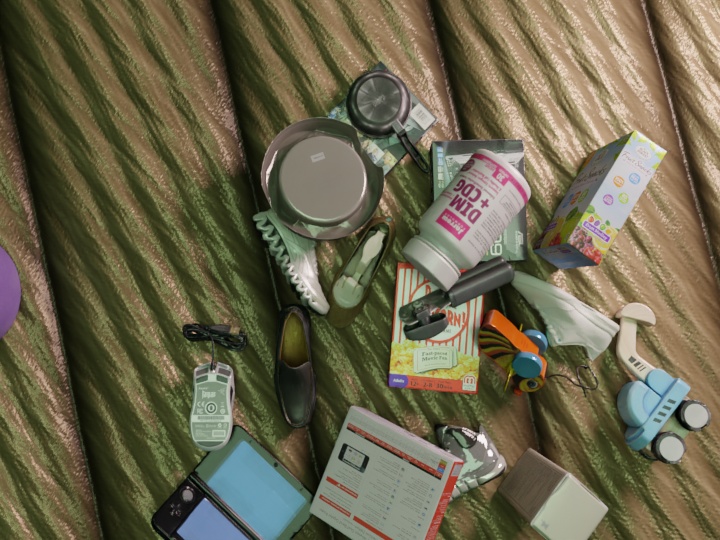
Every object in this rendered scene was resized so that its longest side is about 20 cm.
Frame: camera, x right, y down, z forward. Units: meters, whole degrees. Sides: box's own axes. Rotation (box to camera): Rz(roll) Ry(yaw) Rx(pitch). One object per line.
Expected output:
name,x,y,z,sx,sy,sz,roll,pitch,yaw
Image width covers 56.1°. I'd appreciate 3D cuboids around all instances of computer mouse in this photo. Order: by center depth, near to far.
computer mouse,-0.244,0.190,1.112,0.107,0.044,0.205,2,81,-5

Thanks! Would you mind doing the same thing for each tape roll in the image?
tape roll,-0.666,0.037,1.093,0.195,0.085,0.205,0,86,-1

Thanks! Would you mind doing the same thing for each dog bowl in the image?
dog bowl,-0.061,-0.140,1.087,0.195,0.059,0.205,2,76,-7

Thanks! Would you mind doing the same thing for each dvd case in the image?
dvd case,0.015,-0.234,1.149,0.146,0.022,0.200,44,88,2

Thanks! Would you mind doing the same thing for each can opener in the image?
can opener,0.154,0.048,1.082,0.197,0.054,0.068,-24,119,-3

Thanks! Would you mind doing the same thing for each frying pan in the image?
frying pan,0.040,-0.244,1.128,0.112,0.031,0.194,-14,84,-1

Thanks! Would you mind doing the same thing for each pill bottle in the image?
pill bottle,0.161,-0.075,1.044,0.113,0.113,0.201,39,87,2

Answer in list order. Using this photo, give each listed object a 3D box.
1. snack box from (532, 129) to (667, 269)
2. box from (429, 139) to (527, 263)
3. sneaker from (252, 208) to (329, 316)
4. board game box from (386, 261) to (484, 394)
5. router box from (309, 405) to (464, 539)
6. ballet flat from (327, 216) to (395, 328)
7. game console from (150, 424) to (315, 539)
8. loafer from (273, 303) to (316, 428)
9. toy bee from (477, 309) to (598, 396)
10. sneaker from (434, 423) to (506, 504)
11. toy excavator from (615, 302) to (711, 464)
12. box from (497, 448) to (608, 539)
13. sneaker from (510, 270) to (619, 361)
snack box,0.372,-0.105,1.072,0.067,0.169,0.202,33,86,-2
box,0.196,-0.113,1.129,0.154,0.050,0.205,-1,87,0
sneaker,-0.099,-0.020,1.110,0.080,0.075,0.202,-30,85,-11
board game box,0.124,0.094,1.118,0.148,0.046,0.205,4,86,-1
router box,0.037,0.338,1.057,0.197,0.049,0.183,21,87,30
ballet flat,0.000,0.000,1.109,0.067,0.072,0.202,31,87,3
game console,-0.194,0.382,1.066,0.199,0.176,0.117,42,115,2
loafer,-0.110,0.157,1.098,0.071,0.072,0.205,-6,87,-2
toy bee,0.259,0.157,1.084,0.200,0.109,0.130,48,46,13
sneaker,0.129,0.315,1.100,0.197,0.075,0.117,-26,78,-7
toy excavator,0.465,0.182,1.100,0.199,0.100,0.195,39,86,10
box,0.285,0.346,1.028,0.077,0.200,0.095,40,87,2
sneaker,0.323,0.078,1.114,0.198,0.075,0.090,31,98,0
